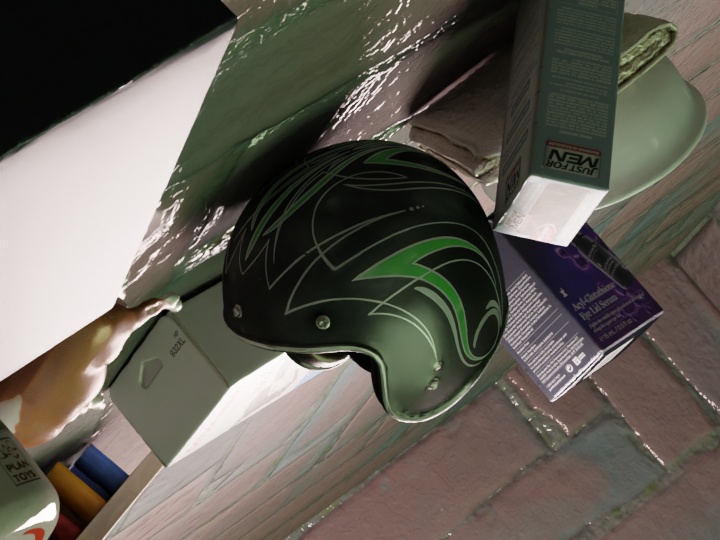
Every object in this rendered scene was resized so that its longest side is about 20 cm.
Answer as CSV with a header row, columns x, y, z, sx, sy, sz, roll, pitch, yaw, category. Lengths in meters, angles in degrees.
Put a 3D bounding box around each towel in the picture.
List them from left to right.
x,y,z,sx,sy,sz,roll,pitch,yaw,category
0.139,-0.146,1.616,0.200,0.034,0.133,-39,-148,-12,towel

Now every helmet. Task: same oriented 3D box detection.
x,y,z,sx,sy,sz,roll,pitch,yaw,category
0.000,0.000,1.497,0.200,0.200,0.191,-40,126,1,helmet

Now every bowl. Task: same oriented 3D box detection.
x,y,z,sx,sy,sz,roll,pitch,yaw,category
0.178,-0.139,1.700,0.201,0.090,0.201,-19,-147,12,bowl

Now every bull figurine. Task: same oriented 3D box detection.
x,y,z,sx,sy,sz,roll,pitch,yaw,category
-0.209,0.071,1.408,0.200,0.065,0.121,-44,173,34,bull figurine

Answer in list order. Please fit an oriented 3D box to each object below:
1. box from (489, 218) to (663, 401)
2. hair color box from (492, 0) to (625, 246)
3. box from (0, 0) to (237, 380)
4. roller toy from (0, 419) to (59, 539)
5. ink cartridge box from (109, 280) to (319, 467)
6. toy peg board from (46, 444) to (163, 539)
x,y,z,sx,sy,sz,roll,pitch,yaw,category
0.218,0.024,2.328,0.148,0.200,0.104,-29,165,-49,box
0.146,-0.131,1.491,0.099,0.061,0.200,118,-18,-64,hair color box
-0.155,-0.071,0.667,0.104,0.182,0.200,-34,169,-30,box
-0.288,0.162,1.294,0.182,0.140,0.200,-35,168,-30,roller toy
-0.092,0.060,1.710,0.200,0.084,0.145,-31,167,-41,ink cartridge box
-0.292,0.238,1.805,0.200,0.098,0.199,-48,-177,39,toy peg board
